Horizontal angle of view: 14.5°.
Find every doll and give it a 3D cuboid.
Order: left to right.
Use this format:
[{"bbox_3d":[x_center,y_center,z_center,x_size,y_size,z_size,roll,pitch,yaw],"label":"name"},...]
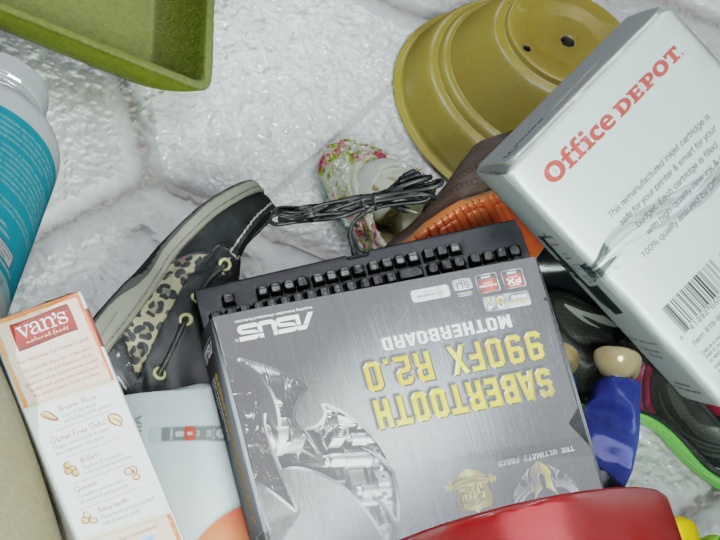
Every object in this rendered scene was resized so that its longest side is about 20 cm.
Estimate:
[{"bbox_3d":[0.117,0.141,1.717,0.136,0.049,0.200,6,62,10],"label":"doll"}]

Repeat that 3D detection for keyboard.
[{"bbox_3d":[0.000,0.000,1.682,0.199,0.021,0.127,-12,60,-8],"label":"keyboard"}]

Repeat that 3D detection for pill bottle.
[{"bbox_3d":[-0.244,-0.041,1.690,0.111,0.111,0.200,20,48,-6],"label":"pill bottle"}]

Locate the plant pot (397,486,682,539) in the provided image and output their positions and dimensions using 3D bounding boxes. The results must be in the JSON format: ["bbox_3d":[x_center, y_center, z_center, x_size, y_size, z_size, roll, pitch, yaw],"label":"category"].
[{"bbox_3d":[0.094,0.231,1.535,0.200,0.200,0.183,-5,70,-26],"label":"plant pot"}]

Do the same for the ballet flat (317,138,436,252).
[{"bbox_3d":[0.038,-0.021,1.825,0.075,0.064,0.200,-12,57,-31],"label":"ballet flat"}]

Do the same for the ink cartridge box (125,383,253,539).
[{"bbox_3d":[-0.115,0.143,1.592,0.199,0.050,0.163,5,71,-16],"label":"ink cartridge box"}]

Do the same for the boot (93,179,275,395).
[{"bbox_3d":[-0.074,0.048,1.719,0.154,0.074,0.204,38,49,5],"label":"boot"}]

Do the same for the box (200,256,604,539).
[{"bbox_3d":[0.024,0.088,1.598,0.199,0.048,0.159,-10,72,-16],"label":"box"}]

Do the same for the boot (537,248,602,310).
[{"bbox_3d":[0.186,-0.042,1.833,0.200,0.168,0.077,5,52,-18],"label":"boot"}]

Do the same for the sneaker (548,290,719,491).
[{"bbox_3d":[0.194,0.063,1.805,0.200,0.084,0.077,29,45,2],"label":"sneaker"}]

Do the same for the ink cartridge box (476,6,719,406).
[{"bbox_3d":[0.190,-0.040,1.711,0.147,0.083,0.200,-44,100,-7],"label":"ink cartridge box"}]

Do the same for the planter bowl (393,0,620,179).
[{"bbox_3d":[0.130,-0.133,1.944,0.200,0.084,0.201,12,49,-14],"label":"planter bowl"}]

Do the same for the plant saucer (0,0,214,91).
[{"bbox_3d":[-0.194,-0.211,1.877,0.200,0.048,0.200,21,46,-23],"label":"plant saucer"}]

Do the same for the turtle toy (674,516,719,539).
[{"bbox_3d":[0.237,0.217,1.655,0.101,0.200,0.146,-18,69,14],"label":"turtle toy"}]

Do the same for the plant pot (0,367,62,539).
[{"bbox_3d":[-0.272,0.130,1.480,0.200,0.200,0.177,-33,81,-31],"label":"plant pot"}]

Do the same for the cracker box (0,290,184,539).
[{"bbox_3d":[-0.139,0.128,1.513,0.058,0.134,0.200,-21,72,-13],"label":"cracker box"}]

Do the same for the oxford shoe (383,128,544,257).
[{"bbox_3d":[0.078,-0.036,1.774,0.200,0.071,0.073,-32,34,-18],"label":"oxford shoe"}]
